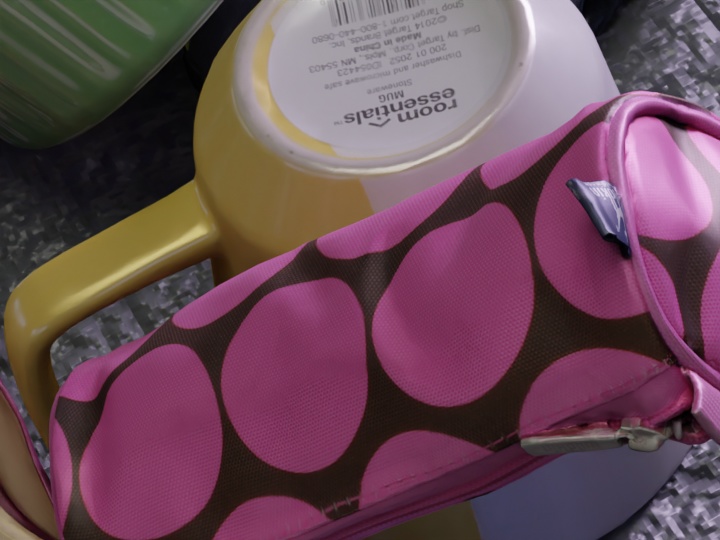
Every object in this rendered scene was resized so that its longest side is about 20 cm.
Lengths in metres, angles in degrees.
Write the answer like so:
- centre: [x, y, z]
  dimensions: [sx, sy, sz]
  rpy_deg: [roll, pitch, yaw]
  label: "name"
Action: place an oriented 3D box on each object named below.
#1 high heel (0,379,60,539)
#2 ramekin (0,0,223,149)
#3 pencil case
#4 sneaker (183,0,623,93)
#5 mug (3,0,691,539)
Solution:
- centre: [-0.124, 0.060, 0.860]
  dimensions: [0.067, 0.096, 0.200]
  rpy_deg: [-27, 52, -10]
  label: "high heel"
- centre: [-0.088, -0.135, 0.943]
  dimensions: [0.200, 0.098, 0.200]
  rpy_deg: [-44, 20, 21]
  label: "ramekin"
- centre: [0.011, 0.031, 0.725]
  dimensions: [0.200, 0.091, 0.094]
  rpy_deg: [-27, 53, 36]
  label: "pencil case"
- centre: [0.036, -0.103, 0.962]
  dimensions: [0.200, 0.074, 0.081]
  rpy_deg: [-27, 56, -5]
  label: "sneaker"
- centre: [0.010, 0.000, 0.837]
  dimensions: [0.149, 0.153, 0.187]
  rpy_deg: [27, 64, 29]
  label: "mug"
